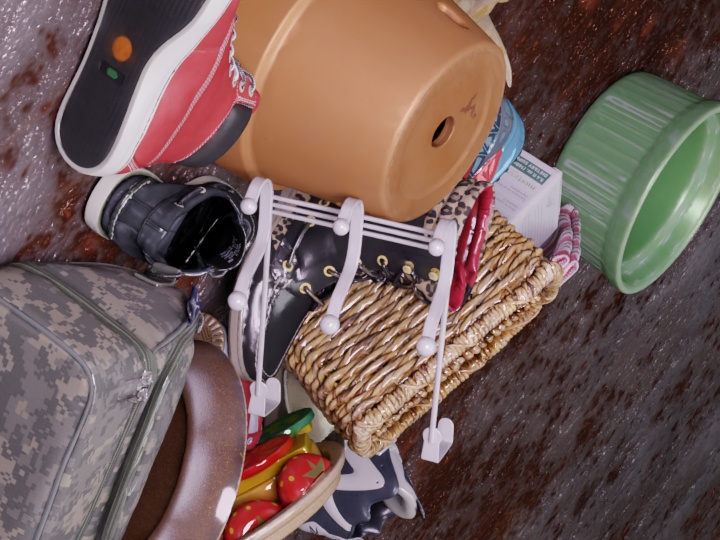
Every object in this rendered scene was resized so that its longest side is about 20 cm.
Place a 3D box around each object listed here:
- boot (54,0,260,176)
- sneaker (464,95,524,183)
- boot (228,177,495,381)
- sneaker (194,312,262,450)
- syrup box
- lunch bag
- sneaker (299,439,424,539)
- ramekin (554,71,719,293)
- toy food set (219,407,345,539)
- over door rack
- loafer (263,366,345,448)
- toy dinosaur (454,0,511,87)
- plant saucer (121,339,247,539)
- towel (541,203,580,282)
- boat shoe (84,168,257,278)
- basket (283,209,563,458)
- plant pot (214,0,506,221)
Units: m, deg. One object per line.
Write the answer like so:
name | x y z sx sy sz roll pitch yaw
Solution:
boot | -0.093 -0.148 1.446 0.144 0.072 0.200 -7 133 -55
sneaker | 0.046 -0.073 1.845 0.200 0.079 0.096 -57 143 -18
boot | 0.000 0.000 1.681 0.200 0.150 0.073 -68 158 -13
sneaker | -0.140 0.135 1.715 0.200 0.071 0.112 -58 154 -6
syrup box | 0.077 -0.015 1.946 0.200 0.079 0.082 -45 155 -26
lunch bag | -0.191 0.093 1.480 0.168 0.139 0.200 -16 132 -62
sneaker | 0.021 0.148 1.975 0.199 0.129 0.080 -52 157 -14
ramekin | 0.258 -0.088 2.189 0.200 0.098 0.200 -44 154 -29
toy food set | -0.102 0.176 1.737 0.200 0.049 0.198 -30 -170 4
over door rack | -0.010 0.043 1.579 0.067 0.147 0.200 -56 153 -48
loafer | -0.036 0.093 1.872 0.076 0.068 0.200 -44 153 -29
toy dinosaur | 0.079 -0.205 1.769 0.101 0.058 0.200 -48 153 16
plant saucer | -0.150 0.138 1.587 0.032 0.200 0.200 25 99 -34
towel | 0.131 0.012 2.026 0.146 0.030 0.200 -44 -173 14
boat shoe | -0.109 -0.026 1.580 0.075 0.066 0.199 -58 157 1
basket | 0.057 0.056 1.761 0.200 0.149 0.143 -40 138 -7
plant pot | 0.004 -0.125 1.588 0.200 0.140 0.200 -43 152 -29
